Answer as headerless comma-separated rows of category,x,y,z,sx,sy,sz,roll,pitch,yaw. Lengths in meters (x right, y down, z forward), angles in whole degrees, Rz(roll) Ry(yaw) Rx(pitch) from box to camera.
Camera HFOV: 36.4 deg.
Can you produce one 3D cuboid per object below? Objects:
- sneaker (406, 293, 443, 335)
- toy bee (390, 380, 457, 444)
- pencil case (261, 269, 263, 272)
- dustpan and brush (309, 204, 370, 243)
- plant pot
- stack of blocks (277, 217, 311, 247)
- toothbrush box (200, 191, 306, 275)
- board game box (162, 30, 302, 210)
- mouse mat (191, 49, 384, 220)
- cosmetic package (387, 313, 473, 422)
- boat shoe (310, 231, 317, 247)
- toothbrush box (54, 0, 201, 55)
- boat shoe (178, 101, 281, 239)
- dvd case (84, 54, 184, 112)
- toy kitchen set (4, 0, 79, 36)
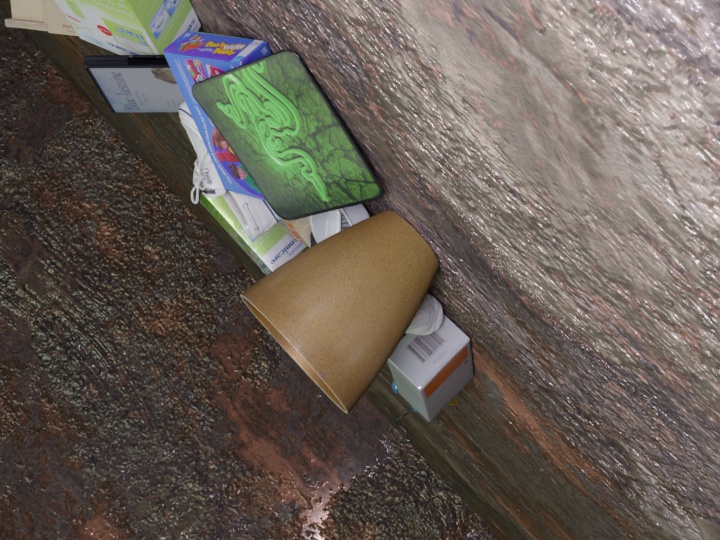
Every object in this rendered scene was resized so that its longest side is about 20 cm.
sneaker,0.008,0.039,1.457,0.198,0.072,0.080,10,-177,29
toy bee,0.104,0.186,1.830,0.132,0.108,0.200,53,148,12
pencil case,-0.115,0.039,2.224,0.090,0.083,0.201,-5,130,50
dustpan and brush,-0.028,-0.072,1.378,0.139,0.057,0.202,37,137,42
plant pot,-0.009,0.029,1.285,0.186,0.200,0.187,45,171,9
stack of blocks,-0.129,-0.135,1.609,0.201,0.059,0.115,52,171,-26
toothbrush box,-0.199,-0.089,2.015,0.200,0.086,0.146,47,171,-6
board game box,-0.135,-0.173,1.267,0.133,0.045,0.202,17,141,38
mouse mat,-0.080,-0.141,1.201,0.159,0.008,0.201,-11,125,38
cosmetic package,0.102,0.137,1.551,0.071,0.101,0.200,43,171,19
boat shoe,0.000,0.000,1.574,0.200,0.072,0.072,42,-152,-42
toothbrush box,-0.292,-0.338,1.297,0.144,0.087,0.200,24,166,15
boat shoe,-0.185,-0.119,1.405,0.203,0.086,0.074,54,168,-30
dvd case,-0.228,-0.230,1.359,0.143,0.197,0.018,84,-173,-76
toy kitchen set,-0.366,-0.425,1.508,0.197,0.181,0.165,10,115,18
